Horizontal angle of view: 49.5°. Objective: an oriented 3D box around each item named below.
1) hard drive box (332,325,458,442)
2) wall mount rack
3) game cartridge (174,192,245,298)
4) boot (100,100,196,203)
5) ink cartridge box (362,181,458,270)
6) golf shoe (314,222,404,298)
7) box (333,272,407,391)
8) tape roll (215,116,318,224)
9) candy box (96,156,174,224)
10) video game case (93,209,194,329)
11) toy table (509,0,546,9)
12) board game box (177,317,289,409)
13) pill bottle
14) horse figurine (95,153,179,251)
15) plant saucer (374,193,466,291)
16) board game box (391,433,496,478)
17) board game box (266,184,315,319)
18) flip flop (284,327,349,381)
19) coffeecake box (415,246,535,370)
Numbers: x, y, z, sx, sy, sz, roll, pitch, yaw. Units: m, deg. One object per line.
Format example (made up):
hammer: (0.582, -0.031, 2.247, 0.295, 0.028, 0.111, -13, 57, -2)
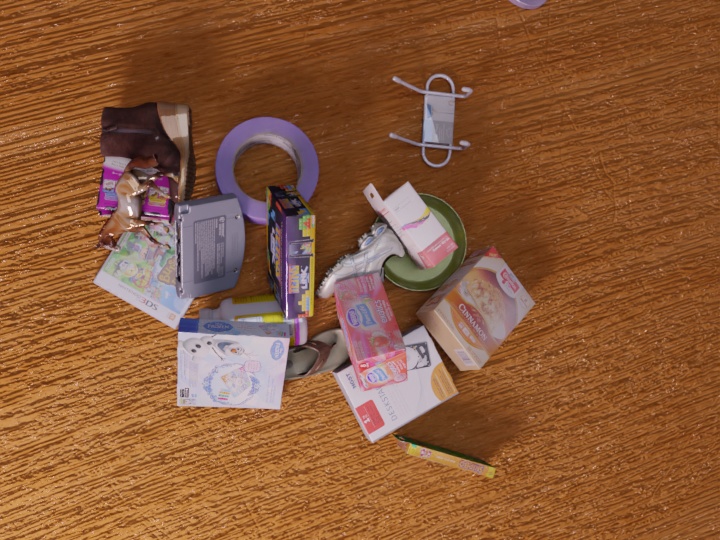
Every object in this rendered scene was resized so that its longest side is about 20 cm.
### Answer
hard drive box: (0.069, 0.223, 1.556, 0.200, 0.077, 0.156, -29, 91, -10)
wall mount rack: (0.140, -0.319, 1.603, 0.173, 0.075, 0.201, 4, 85, -9)
game cartridge: (-0.282, -0.047, 1.469, 0.133, 0.040, 0.200, -12, 126, -29)
boot: (-0.394, -0.214, 1.448, 0.166, 0.072, 0.201, -3, 82, 2)
ink cartridge box: (0.094, -0.101, 1.529, 0.067, 0.116, 0.200, -39, 93, -9)
golf shoe: (0.000, 0.000, 1.542, 0.200, 0.078, 0.097, -43, 92, 7)
box: (0.018, 0.114, 1.482, 0.094, 0.103, 0.200, -13, 48, -7)
tape roll: (-0.184, -0.194, 1.535, 0.199, 0.085, 0.201, 1, 86, -10)
candy box: (-0.417, -0.197, 1.493, 0.136, 0.061, 0.201, 7, 77, -9)
video game case: (-0.387, -0.017, 1.520, 0.182, 0.022, 0.200, 31, 82, -7)
toy table: (0.342, -0.659, 1.640, 0.200, 0.117, 0.184, 44, 81, -5)
board game box: (-0.240, 0.178, 1.461, 0.198, 0.043, 0.200, 5, 129, -9)
pill bottle: (-0.206, 0.101, 1.502, 0.199, 0.104, 0.105, -5, 87, -10)
horse figurine: (-0.400, -0.122, 1.410, 0.132, 0.050, 0.201, 14, 108, 9)
plant saucer: (0.118, -0.057, 1.605, 0.199, 0.031, 0.201, 1, 85, -10)
board game box: (0.161, 0.367, 1.552, 0.200, 0.096, 0.030, 21, 84, -8)
board game box: (-0.131, -0.037, 1.435, 0.057, 0.165, 0.201, -5, 115, -17)
flip flop: (-0.103, 0.170, 1.538, 0.199, 0.058, 0.081, -15, 89, -11)
coffeecake box: (0.232, 0.076, 1.560, 0.200, 0.073, 0.154, -44, 102, -26)
